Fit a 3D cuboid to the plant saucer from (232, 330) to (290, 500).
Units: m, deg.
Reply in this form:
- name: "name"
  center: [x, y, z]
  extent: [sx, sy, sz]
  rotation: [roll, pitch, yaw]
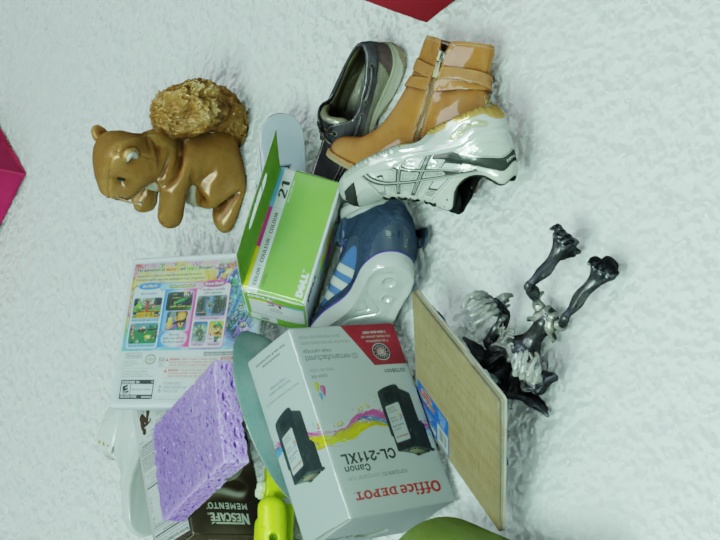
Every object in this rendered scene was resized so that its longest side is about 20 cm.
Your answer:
- name: "plant saucer"
  center: [-0.073, 0.152, 1.443]
  extent: [0.039, 0.201, 0.202]
  rotation: [-22, 62, 12]

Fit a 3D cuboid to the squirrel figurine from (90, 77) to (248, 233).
- name: "squirrel figurine"
  center: [-0.237, -0.156, 1.677]
  extent: [0.141, 0.186, 0.201]
  rotation: [42, 113, 45]

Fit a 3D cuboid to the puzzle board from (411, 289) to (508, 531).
- name: "puzzle board"
  center: [0.096, 0.129, 1.292]
  extent: [0.200, 0.017, 0.152]
  rotation: [-126, 27, -55]

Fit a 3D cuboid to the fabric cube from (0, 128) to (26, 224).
- name: "fabric cube"
  center: [-0.692, -0.147, 2.190]
  extent: [0.200, 0.195, 0.200]
  rotation: [-59, 44, 23]

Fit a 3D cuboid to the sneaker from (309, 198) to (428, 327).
- name: "sneaker"
  center: [0.000, 0.000, 1.472]
  extent: [0.200, 0.080, 0.147]
  rotation: [124, 153, -42]

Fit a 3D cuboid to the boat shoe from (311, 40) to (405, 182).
- name: "boat shoe"
  center: [-0.018, -0.168, 1.521]
  extent: [0.072, 0.065, 0.201]
  rotation: [45, 116, 42]

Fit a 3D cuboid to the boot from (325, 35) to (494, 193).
- name: "boot"
  center: [0.053, -0.170, 1.422]
  extent: [0.199, 0.076, 0.156]
  rotation: [13, 98, 44]

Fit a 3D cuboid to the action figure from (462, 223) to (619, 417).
- name: "action figure"
  center: [0.150, 0.057, 1.256]
  extent: [0.119, 0.102, 0.201]
  rotation: [44, 113, 32]

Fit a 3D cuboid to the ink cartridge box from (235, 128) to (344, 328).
- name: "ink cartridge box"
  center: [-0.072, -0.038, 1.436]
  extent: [0.200, 0.075, 0.149]
  rotation: [90, -164, -72]

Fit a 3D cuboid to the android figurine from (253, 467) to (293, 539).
- name: "android figurine"
  center: [-0.095, 0.286, 1.475]
  extent: [0.182, 0.041, 0.201]
  rotation: [111, 160, -73]

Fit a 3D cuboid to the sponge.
- name: "sponge"
  center: [-0.175, 0.186, 1.451]
  extent: [0.200, 0.030, 0.112]
  rotation: [-46, 48, 52]

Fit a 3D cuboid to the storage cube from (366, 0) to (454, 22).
- name: "storage cube"
  center: [0.051, -0.392, 1.403]
  extent: [0.171, 0.179, 0.201]
  rotation: [-27, 61, 42]

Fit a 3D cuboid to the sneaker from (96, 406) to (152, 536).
- name: "sneaker"
  center: [-0.291, 0.250, 1.748]
  extent: [0.115, 0.073, 0.201]
  rotation: [-23, 55, 46]

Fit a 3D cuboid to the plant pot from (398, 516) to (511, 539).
- name: "plant pot"
  center: [0.110, 0.310, 1.204]
  extent: [0.190, 0.199, 0.201]
  rotation: [28, 103, 61]

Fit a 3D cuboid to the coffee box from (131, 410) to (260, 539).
- name: "coffee box"
  center: [-0.192, 0.233, 1.600]
  extent: [0.080, 0.113, 0.201]
  rotation: [-36, 58, 36]

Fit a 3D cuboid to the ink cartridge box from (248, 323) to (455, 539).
- name: "ink cartridge box"
  center: [-0.008, 0.162, 1.359]
  extent: [0.083, 0.145, 0.201]
  rotation: [-39, 62, 42]

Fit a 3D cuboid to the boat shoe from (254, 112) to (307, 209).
- name: "boat shoe"
  center: [-0.089, -0.082, 1.592]
  extent: [0.065, 0.073, 0.201]
  rotation: [-172, 84, -81]

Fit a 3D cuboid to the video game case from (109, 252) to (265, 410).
- name: "video game case"
  center: [-0.196, 0.071, 1.568]
  extent: [0.199, 0.024, 0.183]
  rotation: [-3, 72, 31]

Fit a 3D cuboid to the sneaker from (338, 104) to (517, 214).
- name: "sneaker"
  center: [0.065, -0.089, 1.340]
  extent: [0.199, 0.076, 0.088]
  rotation: [-22, 91, 35]
